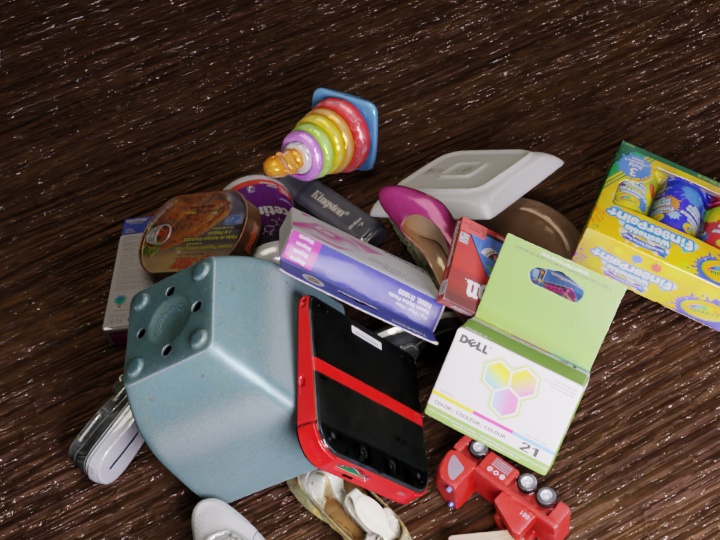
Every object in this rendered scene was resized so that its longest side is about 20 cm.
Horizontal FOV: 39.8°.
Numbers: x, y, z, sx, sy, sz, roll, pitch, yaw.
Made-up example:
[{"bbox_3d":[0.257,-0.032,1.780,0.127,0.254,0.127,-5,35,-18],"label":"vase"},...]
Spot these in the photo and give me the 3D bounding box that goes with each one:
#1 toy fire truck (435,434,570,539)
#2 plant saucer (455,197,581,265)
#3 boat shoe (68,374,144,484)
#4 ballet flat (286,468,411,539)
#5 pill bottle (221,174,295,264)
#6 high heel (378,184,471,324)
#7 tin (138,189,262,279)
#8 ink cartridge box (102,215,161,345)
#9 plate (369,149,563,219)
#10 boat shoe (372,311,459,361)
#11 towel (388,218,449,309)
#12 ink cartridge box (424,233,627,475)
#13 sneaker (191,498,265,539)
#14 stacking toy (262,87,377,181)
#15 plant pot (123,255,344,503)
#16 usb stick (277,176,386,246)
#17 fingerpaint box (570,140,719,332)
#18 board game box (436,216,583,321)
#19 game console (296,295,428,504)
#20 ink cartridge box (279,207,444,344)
[{"bbox_3d":[0.136,0.269,1.000,0.199,0.049,0.141,32,59,33],"label":"toy fire truck"},{"bbox_3d":[0.190,-0.015,1.230,0.195,0.030,0.203,0,58,0],"label":"plant saucer"},{"bbox_3d":[-0.265,0.152,1.166,0.070,0.073,0.201,25,57,24],"label":"boat shoe"},{"bbox_3d":[-0.015,0.240,1.043,0.070,0.071,0.199,-33,50,-21],"label":"ballet flat"},{"bbox_3d":[-0.120,-0.024,1.281,0.110,0.114,0.202,-18,46,-7],"label":"pill bottle"},{"bbox_3d":[0.082,-0.023,1.177,0.199,0.068,0.096,35,54,17],"label":"high heel"},{"bbox_3d":[-0.204,-0.040,1.256,0.197,0.042,0.114,-1,60,41],"label":"tin"},{"bbox_3d":[-0.270,0.006,1.330,0.117,0.042,0.203,-7,48,4],"label":"ink cartridge box"},{"bbox_3d":[0.137,-0.120,1.310,0.197,0.033,0.199,4,28,41],"label":"plate"},{"bbox_3d":[0.034,0.100,1.181,0.197,0.069,0.072,-22,1,-23],"label":"boat shoe"},{"bbox_3d":[0.131,-0.040,1.305,0.146,0.037,0.201,-20,47,-10],"label":"towel"},{"bbox_3d":[0.173,0.084,1.049,0.146,0.203,0.076,24,15,15],"label":"ink cartridge box"},{"bbox_3d":[-0.118,0.298,0.991,0.074,0.088,0.200,-28,47,-15],"label":"sneaker"},{"bbox_3d":[-0.068,-0.166,1.373,0.114,0.112,0.199,20,34,25],"label":"stacking toy"},{"bbox_3d":[-0.143,0.099,1.054,0.193,0.200,0.199,-24,47,22],"label":"plant pot"},{"bbox_3d":[-0.044,-0.087,1.384,0.055,0.033,0.199,-35,51,-24],"label":"usb stick"},{"bbox_3d":[0.376,-0.046,1.207,0.197,0.074,0.168,25,54,9],"label":"fingerpaint box"},{"bbox_3d":[0.184,0.026,1.144,0.197,0.019,0.105,24,68,-19],"label":"board game box"},{"bbox_3d":[0.002,0.139,1.043,0.031,0.199,0.180,-26,51,28],"label":"game console"},{"bbox_3d":[0.000,0.000,1.141,0.194,0.044,0.200,26,10,-10],"label":"ink cartridge box"}]
